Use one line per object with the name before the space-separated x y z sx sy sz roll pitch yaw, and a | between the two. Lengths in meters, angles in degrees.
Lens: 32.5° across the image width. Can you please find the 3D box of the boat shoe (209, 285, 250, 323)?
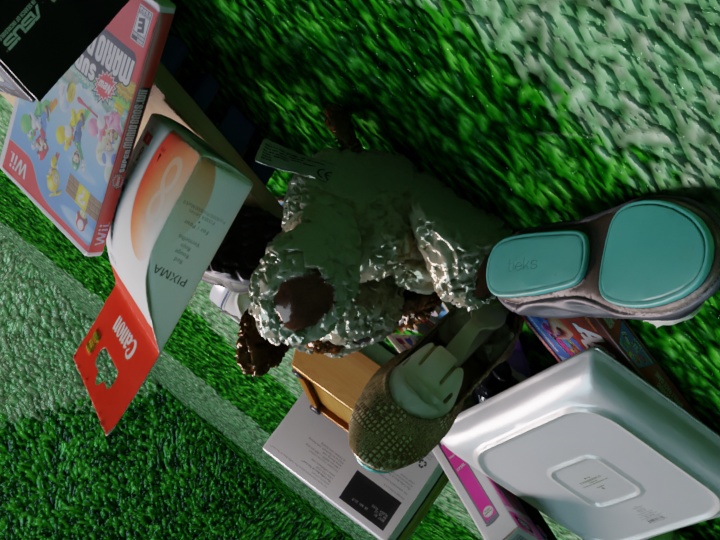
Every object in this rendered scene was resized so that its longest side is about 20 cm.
boat shoe | -0.118 0.043 1.436 0.086 0.075 0.202 36 167 10

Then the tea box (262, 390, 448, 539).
tea box | 0.002 0.249 1.608 0.199 0.134 0.197 35 171 14

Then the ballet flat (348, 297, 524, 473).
ballet flat | 0.059 0.067 0.892 0.070 0.200 0.066 35 134 10

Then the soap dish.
soap dish | 0.001 0.141 1.427 0.156 0.082 0.200 34 165 18

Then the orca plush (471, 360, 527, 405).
orca plush | 0.141 0.133 1.032 0.104 0.072 0.200 5 154 23

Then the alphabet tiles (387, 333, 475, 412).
alphabet tiles | 0.094 0.122 1.113 0.167 0.006 0.200 51 -170 13

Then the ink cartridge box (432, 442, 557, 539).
ink cartridge box | 0.104 0.176 1.068 0.094 0.037 0.201 38 -169 -42

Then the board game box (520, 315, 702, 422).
board game box | 0.190 0.079 0.916 0.200 0.020 0.102 48 162 -30

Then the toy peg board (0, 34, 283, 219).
toy peg board | -0.168 -0.132 1.057 0.197 0.099 0.200 2 144 41

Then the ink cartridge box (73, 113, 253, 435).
ink cartridge box | -0.164 -0.005 0.888 0.050 0.201 0.162 30 -177 -27

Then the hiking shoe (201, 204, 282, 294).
hiking shoe | -0.061 0.011 1.018 0.197 0.076 0.101 14 147 9

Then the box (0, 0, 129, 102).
box | -0.215 -0.204 0.768 0.199 0.164 0.086 20 157 49

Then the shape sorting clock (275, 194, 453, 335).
shape sorting clock | 0.000 0.000 1.098 0.199 0.039 0.200 36 165 11

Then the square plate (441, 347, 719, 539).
square plate | 0.182 0.150 0.938 0.197 0.029 0.200 35 143 -16

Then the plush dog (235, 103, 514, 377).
plush dog | -0.013 -0.003 0.876 0.162 0.197 0.173 62 148 32

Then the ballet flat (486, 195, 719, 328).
ballet flat | 0.152 -0.002 0.701 0.073 0.073 0.199 44 158 -20

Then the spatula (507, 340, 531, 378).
spatula | 0.085 0.024 1.001 0.056 0.021 0.200 13 150 46

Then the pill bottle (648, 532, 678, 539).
pill bottle | 0.321 0.326 1.146 0.199 0.114 0.113 37 165 5

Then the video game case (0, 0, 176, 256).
video game case | -0.210 -0.134 0.928 0.017 0.202 0.143 -5 -145 -46
